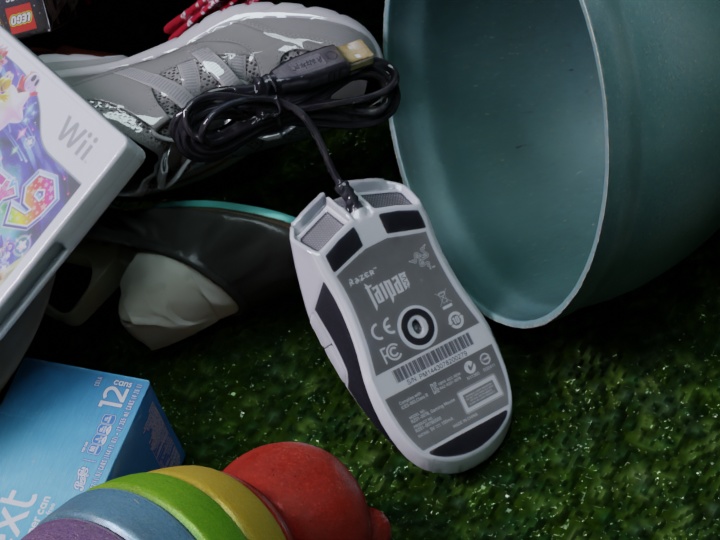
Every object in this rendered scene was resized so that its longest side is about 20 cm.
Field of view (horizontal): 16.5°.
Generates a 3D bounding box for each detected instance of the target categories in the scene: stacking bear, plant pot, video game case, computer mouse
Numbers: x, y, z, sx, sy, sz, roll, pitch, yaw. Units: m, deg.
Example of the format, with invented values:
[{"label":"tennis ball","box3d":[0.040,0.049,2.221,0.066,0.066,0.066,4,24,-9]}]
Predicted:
[{"label":"stacking bear","box3d":[-0.071,0.132,1.012,0.121,0.114,0.200,17,27,32]},{"label":"plant pot","box3d":[0.113,-0.085,1.112,0.133,0.201,0.201,-11,47,-25]},{"label":"video game case","box3d":[-0.198,-0.009,1.103,0.200,0.018,0.143,-51,49,1]},{"label":"computer mouse","box3d":[0.000,0.000,1.110,0.109,0.044,0.201,-24,89,-28]}]

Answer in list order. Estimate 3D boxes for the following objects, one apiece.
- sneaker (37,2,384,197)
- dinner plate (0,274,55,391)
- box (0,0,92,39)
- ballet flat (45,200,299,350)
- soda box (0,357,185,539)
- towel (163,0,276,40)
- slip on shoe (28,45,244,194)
[{"label":"sneaker","box3d":[-0.082,-0.064,1.151,0.199,0.075,0.082,-14,40,-3]},{"label":"dinner plate","box3d":[-0.227,0.018,1.176,0.199,0.024,0.201,-22,46,25]},{"label":"box","box3d":[-0.245,-0.121,1.266,0.199,0.040,0.137,-14,10,6]},{"label":"ballet flat","box3d":[-0.108,0.000,1.178,0.199,0.068,0.069,9,66,33]},{"label":"soda box","box3d":[-0.148,0.140,1.079,0.067,0.064,0.201,10,57,21]},{"label":"towel","box3d":[0.002,-0.173,1.198,0.200,0.023,0.145,-29,8,48]},{"label":"slip on shoe","box3d":[-0.135,-0.081,1.242,0.199,0.061,0.074,-2,52,12]}]
